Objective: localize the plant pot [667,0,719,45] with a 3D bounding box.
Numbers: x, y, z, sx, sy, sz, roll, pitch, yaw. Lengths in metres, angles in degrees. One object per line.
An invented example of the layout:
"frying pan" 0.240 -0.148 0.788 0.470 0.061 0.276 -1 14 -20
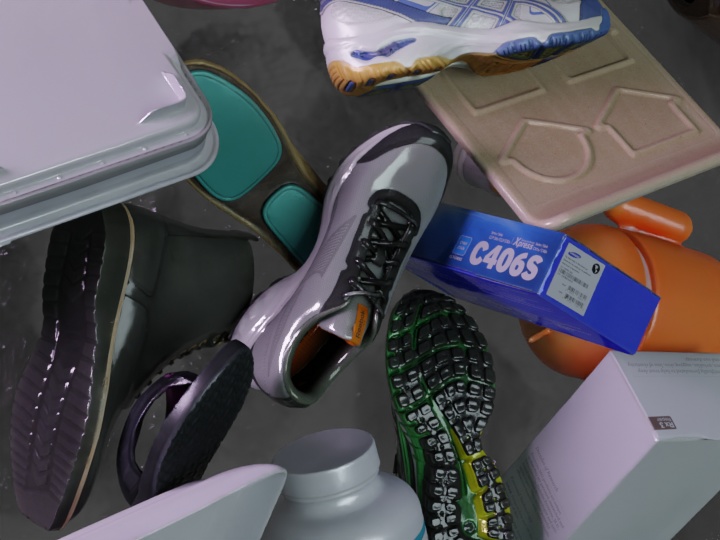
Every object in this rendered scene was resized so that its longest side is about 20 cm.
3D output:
"plant pot" 0.349 -0.215 1.217 0.198 0.200 0.201 23 84 -26

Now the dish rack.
"dish rack" -0.188 -0.106 0.886 0.200 0.044 0.172 -22 67 -31

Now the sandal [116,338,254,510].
"sandal" -0.121 0.109 0.965 0.075 0.048 0.201 -38 162 -48

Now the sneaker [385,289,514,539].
"sneaker" 0.047 0.113 1.123 0.078 0.085 0.201 -4 84 -22

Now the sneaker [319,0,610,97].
"sneaker" 0.069 -0.171 1.031 0.199 0.075 0.088 -10 83 -24

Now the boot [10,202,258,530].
"boot" -0.131 0.061 0.996 0.138 0.077 0.201 7 101 -46

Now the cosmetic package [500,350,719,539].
"cosmetic package" 0.180 0.148 1.144 0.113 0.081 0.200 5 134 -35

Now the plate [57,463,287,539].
"plate" -0.150 0.193 0.961 0.200 0.032 0.200 -21 152 -30

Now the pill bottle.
"pill bottle" -0.004 0.210 1.075 0.111 0.111 0.201 -22 108 -30

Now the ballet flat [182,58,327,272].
"ballet flat" -0.067 -0.062 1.022 0.069 0.063 0.200 -38 123 2

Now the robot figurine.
"robot figurine" 0.198 0.028 1.185 0.200 0.117 0.144 13 119 -36

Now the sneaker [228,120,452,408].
"sneaker" 0.000 0.000 0.996 0.074 0.079 0.200 30 95 -33

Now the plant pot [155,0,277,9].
"plant pot" -0.054 -0.252 0.933 0.200 0.179 0.201 -5 100 -33

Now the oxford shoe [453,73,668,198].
"oxford shoe" 0.157 -0.096 1.161 0.200 0.058 0.075 -22 133 -31

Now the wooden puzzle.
"wooden puzzle" 0.132 -0.108 1.094 0.185 0.200 0.046 -21 145 -31

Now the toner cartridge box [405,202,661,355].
"toner cartridge box" 0.093 -0.002 1.055 0.095 0.200 0.043 32 82 -34
